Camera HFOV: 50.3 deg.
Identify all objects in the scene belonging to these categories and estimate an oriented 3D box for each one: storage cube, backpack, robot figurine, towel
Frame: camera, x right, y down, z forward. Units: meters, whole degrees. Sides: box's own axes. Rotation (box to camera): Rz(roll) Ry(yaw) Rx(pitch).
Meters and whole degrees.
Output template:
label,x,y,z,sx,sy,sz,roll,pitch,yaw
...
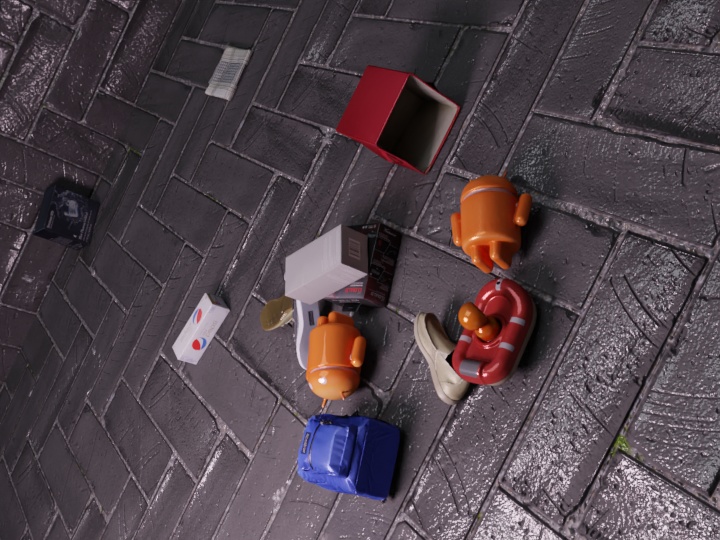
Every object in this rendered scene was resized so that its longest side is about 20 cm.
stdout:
label,x,y,z,sx,sy,sz,roll,pitch,yaw
storage cube,0.085,-0.348,1.758,0.180,0.171,0.200,30,96,53
backpack,-0.042,0.361,1.552,0.200,0.168,0.163,-6,60,51
robot figurine,0.253,-0.099,1.485,0.144,0.116,0.200,127,148,-61
towel,-0.463,-0.690,2.665,0.200,0.035,0.193,28,94,52
robot figurine,-0.056,0.193,1.676,0.144,0.117,0.200,-3,64,7

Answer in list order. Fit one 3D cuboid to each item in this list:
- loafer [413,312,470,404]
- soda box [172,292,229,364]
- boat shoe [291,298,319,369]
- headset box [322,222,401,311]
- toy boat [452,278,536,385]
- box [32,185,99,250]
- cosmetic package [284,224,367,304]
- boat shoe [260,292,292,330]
label,x,y,z,sx,sy,sz,roll,pitch,yaw
loafer,0.166,0.161,1.491,0.068,0.076,0.200,-38,56,29
soda box,-0.460,0.168,2.206,0.200,0.064,0.068,-56,40,11
boat shoe,-0.135,0.136,1.825,0.066,0.070,0.200,-10,86,59
headset box,0.000,0.000,1.754,0.149,0.075,0.200,-2,70,49
toy boat,0.227,0.100,1.387,0.130,0.131,0.200,4,62,49
box,-1.205,-0.214,3.142,0.117,0.200,0.197,-13,62,45
cosmetic package,-0.080,-0.010,1.724,0.200,0.090,0.107,-29,51,42
boat shoe,-0.182,0.094,1.941,0.201,0.063,0.073,-42,56,36
